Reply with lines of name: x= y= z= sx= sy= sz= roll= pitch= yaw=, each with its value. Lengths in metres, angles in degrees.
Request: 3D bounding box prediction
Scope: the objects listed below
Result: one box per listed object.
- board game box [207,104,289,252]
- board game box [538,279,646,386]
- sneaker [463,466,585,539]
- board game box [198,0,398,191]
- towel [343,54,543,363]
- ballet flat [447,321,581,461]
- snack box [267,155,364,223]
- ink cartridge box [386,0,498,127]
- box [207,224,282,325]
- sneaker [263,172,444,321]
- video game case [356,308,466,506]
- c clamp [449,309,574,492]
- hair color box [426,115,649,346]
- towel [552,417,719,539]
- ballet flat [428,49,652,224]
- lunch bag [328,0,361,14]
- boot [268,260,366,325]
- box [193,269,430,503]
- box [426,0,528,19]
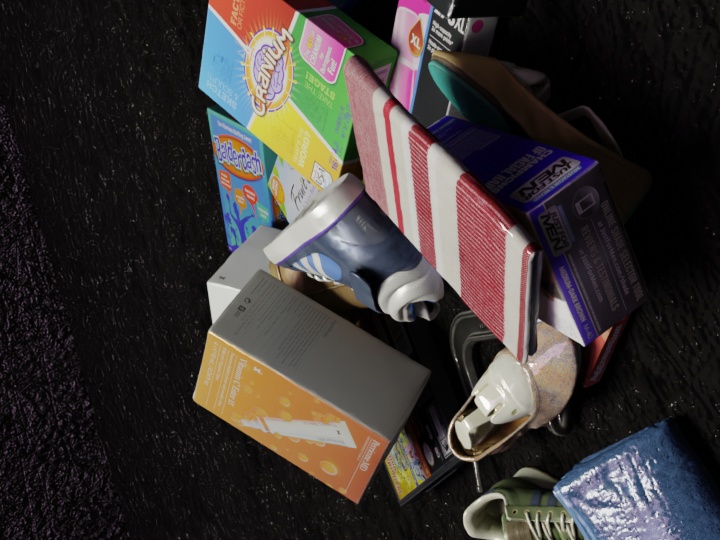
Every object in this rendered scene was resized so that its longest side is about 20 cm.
board game box: x=-0.129 y=-0.097 z=1.241 sx=0.152 sy=0.045 sz=0.202 roll=32 pitch=134 yaw=51
board game box: x=0.139 y=-0.010 z=0.805 sx=0.200 sy=0.019 sz=0.104 roll=48 pitch=139 yaw=37
sneaker: x=0.165 y=0.221 z=0.843 sx=0.200 sy=0.089 sz=0.068 roll=-2 pitch=105 yaw=62
board game box: x=-0.065 y=-0.183 z=0.909 sx=0.200 sy=0.040 sz=0.154 roll=41 pitch=138 yaw=24
towel: x=0.057 y=-0.042 z=0.678 sx=0.200 sy=0.023 sz=0.144 roll=50 pitch=166 yaw=30
ballet flat: x=0.119 y=0.110 z=0.815 sx=0.068 sy=0.067 sz=0.201 roll=59 pitch=153 yaw=25
snack box: x=-0.028 y=-0.096 z=1.040 sx=0.143 sy=0.053 sz=0.200 roll=61 pitch=151 yaw=19
ink cartridge box: x=0.065 y=-0.184 z=0.809 sx=0.095 sy=0.037 sz=0.201 roll=50 pitch=140 yaw=39
box: x=-0.100 y=0.070 z=1.168 sx=0.097 sy=0.125 sz=0.201 roll=15 pitch=130 yaw=21
sneaker: x=0.000 y=0.000 z=0.870 sx=0.146 sy=0.081 sz=0.200 roll=45 pitch=160 yaw=-7
video game case: x=0.046 y=0.130 z=1.054 sx=0.201 sy=0.025 sz=0.181 roll=69 pitch=154 yaw=20
c clamp: x=0.137 y=0.112 z=0.903 sx=0.200 sy=0.027 sz=0.172 roll=-32 pitch=73 yaw=64
hair color box: x=0.106 y=-0.036 z=0.703 sx=0.110 sy=0.065 sz=0.200 roll=61 pitch=166 yaw=-26
towel: x=0.233 y=0.217 z=0.723 sx=0.111 sy=0.048 sz=0.201 roll=-39 pitch=70 yaw=33
ballet flat: x=0.131 y=-0.106 z=0.723 sx=0.200 sy=0.063 sz=0.069 roll=50 pitch=175 yaw=25
lunch bag: x=-0.061 y=-0.310 z=0.934 sx=0.200 sy=0.094 sz=0.152 roll=-24 pitch=86 yaw=57
boot: x=0.002 y=0.032 z=0.991 sx=0.199 sy=0.066 sz=0.176 roll=-17 pitch=108 yaw=51
box: x=-0.051 y=0.114 z=0.975 sx=0.199 sy=0.098 sz=0.125 roll=30 pitch=138 yaw=8
box: x=0.054 y=-0.290 z=0.707 sx=0.200 sy=0.078 sz=0.142 roll=50 pitch=137 yaw=36
